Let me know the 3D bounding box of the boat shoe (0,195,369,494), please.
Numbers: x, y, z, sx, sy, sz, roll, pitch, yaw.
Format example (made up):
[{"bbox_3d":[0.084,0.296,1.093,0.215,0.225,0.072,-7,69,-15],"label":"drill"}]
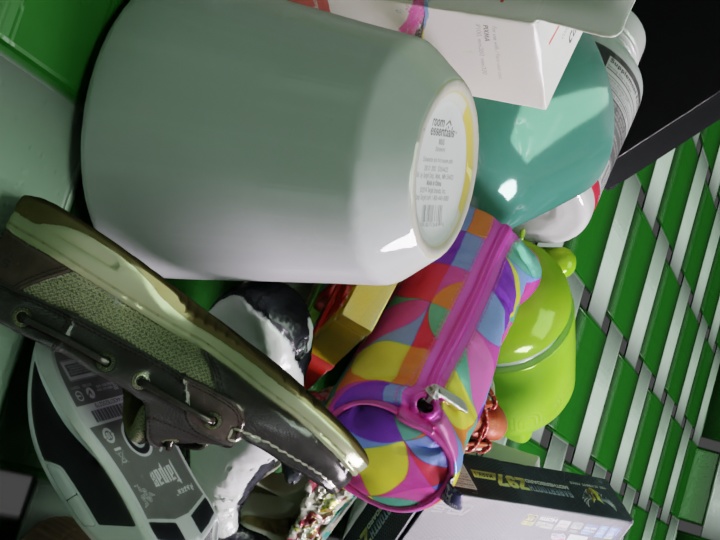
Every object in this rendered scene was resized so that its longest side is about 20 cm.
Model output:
[{"bbox_3d":[-0.085,0.047,0.629,0.201,0.072,0.066,39,85,-22],"label":"boat shoe"}]

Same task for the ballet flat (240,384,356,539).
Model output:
[{"bbox_3d":[-0.042,0.135,0.858,0.076,0.064,0.201,-99,-151,-47],"label":"ballet flat"}]

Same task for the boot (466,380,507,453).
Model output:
[{"bbox_3d":[0.048,0.093,0.924,0.200,0.107,0.076,-71,176,-81],"label":"boot"}]

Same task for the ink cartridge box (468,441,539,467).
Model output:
[{"bbox_3d":[0.082,0.195,1.136,0.067,0.117,0.201,-52,148,-41],"label":"ink cartridge box"}]

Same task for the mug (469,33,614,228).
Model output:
[{"bbox_3d":[0.067,-0.084,0.886,0.114,0.152,0.186,-25,127,-27],"label":"mug"}]

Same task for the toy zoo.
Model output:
[{"bbox_3d":[0.000,0.000,0.814,0.132,0.020,0.200,-64,-172,-28],"label":"toy zoo"}]

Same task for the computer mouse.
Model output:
[{"bbox_3d":[-0.099,0.116,0.645,0.044,0.201,0.110,-35,169,22],"label":"computer mouse"}]

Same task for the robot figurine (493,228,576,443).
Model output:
[{"bbox_3d":[0.114,0.054,1.126,0.176,0.115,0.200,-49,150,-24],"label":"robot figurine"}]

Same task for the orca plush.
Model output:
[{"bbox_3d":[-0.047,0.076,0.760,0.071,0.105,0.201,-32,135,-39],"label":"orca plush"}]

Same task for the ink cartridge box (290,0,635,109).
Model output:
[{"bbox_3d":[0.064,-0.159,0.776,0.117,0.199,0.068,-61,153,-31],"label":"ink cartridge box"}]

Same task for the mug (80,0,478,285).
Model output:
[{"bbox_3d":[-0.021,-0.072,0.680,0.187,0.152,0.150,-61,150,-35],"label":"mug"}]

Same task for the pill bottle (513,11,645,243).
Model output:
[{"bbox_3d":[0.167,-0.130,1.156,0.201,0.110,0.111,-62,154,-31],"label":"pill bottle"}]

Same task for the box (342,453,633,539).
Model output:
[{"bbox_3d":[0.081,0.212,1.029,0.199,0.051,0.158,16,119,-33],"label":"box"}]

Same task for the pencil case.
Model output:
[{"bbox_3d":[0.042,0.045,0.781,0.200,0.088,0.089,-63,156,-50],"label":"pencil case"}]

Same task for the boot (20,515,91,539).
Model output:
[{"bbox_3d":[-0.165,0.205,0.653,0.167,0.072,0.200,-64,159,3],"label":"boot"}]

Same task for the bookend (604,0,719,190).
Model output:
[{"bbox_3d":[0.256,-0.214,1.312,0.200,0.199,0.092,-34,163,16],"label":"bookend"}]
